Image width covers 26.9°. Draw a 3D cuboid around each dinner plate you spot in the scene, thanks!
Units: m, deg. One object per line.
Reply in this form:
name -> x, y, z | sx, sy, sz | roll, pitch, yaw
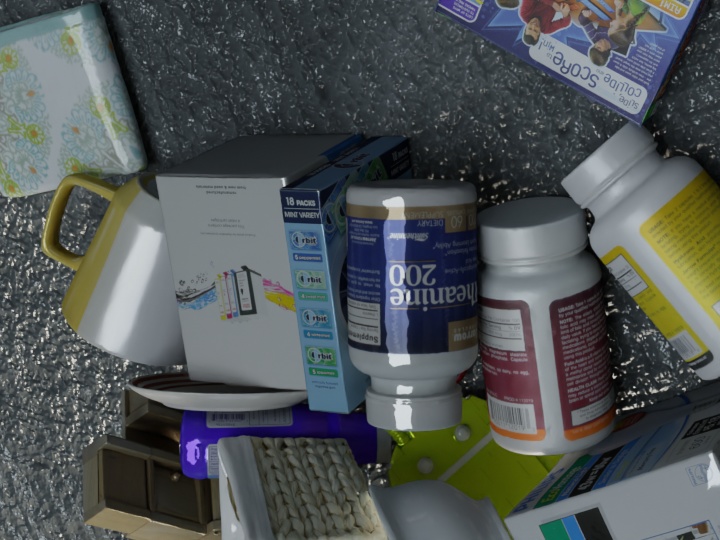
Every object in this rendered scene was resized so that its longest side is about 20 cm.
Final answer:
dinner plate -> -0.123, 0.115, 1.438 | 0.198, 0.200, 0.025 | 0, 93, 30

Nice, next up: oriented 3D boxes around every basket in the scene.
basket -> -0.052, 0.240, 1.311 | 0.122, 0.200, 0.137 | -4, 111, -12

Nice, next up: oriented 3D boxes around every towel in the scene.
towel -> -0.317, -0.170, 1.532 | 0.198, 0.048, 0.173 | -8, 108, 32

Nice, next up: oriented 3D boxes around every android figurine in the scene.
android figurine -> 0.105, 0.200, 1.385 | 0.182, 0.041, 0.201 | -38, 85, -5

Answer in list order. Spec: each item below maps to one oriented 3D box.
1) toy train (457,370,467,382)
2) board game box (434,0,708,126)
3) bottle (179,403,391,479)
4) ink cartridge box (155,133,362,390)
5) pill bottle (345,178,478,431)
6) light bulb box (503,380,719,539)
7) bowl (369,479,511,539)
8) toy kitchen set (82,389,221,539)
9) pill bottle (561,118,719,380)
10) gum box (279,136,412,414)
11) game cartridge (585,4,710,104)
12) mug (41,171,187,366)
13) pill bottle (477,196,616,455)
toy train -> 0.080, 0.085, 1.408 | 0.046, 0.034, 0.201 | 31, 122, 12
board game box -> 0.169, -0.222, 1.195 | 0.199, 0.034, 0.136 | 32, 123, 16
bottle -> -0.070, 0.161, 1.427 | 0.198, 0.084, 0.066 | -1, 99, -5
ink cartridge box -> -0.077, -0.011, 1.393 | 0.143, 0.147, 0.202 | 2, 111, 29
pill bottle -> 0.044, 0.027, 1.261 | 0.110, 0.111, 0.202 | 3, 99, 29
light bulb box -> 0.258, 0.193, 1.248 | 0.199, 0.198, 0.126 | -25, 94, 33
bowl -> 0.089, 0.253, 1.261 | 0.090, 0.201, 0.203 | -26, 96, -2
toy kitchen set -> -0.150, 0.166, 1.507 | 0.180, 0.199, 0.165 | -35, 48, 35
pill bottle -> 0.256, -0.021, 1.217 | 0.200, 0.111, 0.111 | 50, 125, 3
gum box -> 0.000, 0.000, 1.338 | 0.044, 0.170, 0.202 | 2, 110, 29
game cartridge -> 0.176, -0.252, 1.221 | 0.201, 0.038, 0.129 | 52, 129, 2
mug -> -0.217, -0.015, 1.470 | 0.185, 0.150, 0.154 | 16, 113, -14
pill bottle -> 0.156, 0.046, 1.300 | 0.113, 0.114, 0.202 | 1, 109, 30
